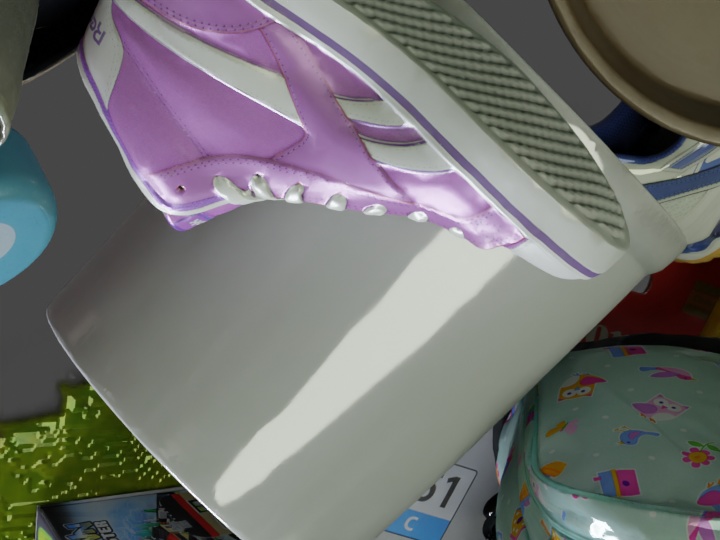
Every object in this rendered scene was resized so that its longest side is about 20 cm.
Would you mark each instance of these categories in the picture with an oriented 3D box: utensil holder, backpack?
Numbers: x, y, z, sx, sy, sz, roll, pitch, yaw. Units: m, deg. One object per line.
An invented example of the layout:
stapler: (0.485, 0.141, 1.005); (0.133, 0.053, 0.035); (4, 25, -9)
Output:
utensil holder: (0.000, 0.000, 1.002); (0.200, 0.170, 0.170); (-45, 125, 1)
backpack: (0.119, 0.104, 1.017); (0.165, 0.200, 0.128); (-3, 113, 8)

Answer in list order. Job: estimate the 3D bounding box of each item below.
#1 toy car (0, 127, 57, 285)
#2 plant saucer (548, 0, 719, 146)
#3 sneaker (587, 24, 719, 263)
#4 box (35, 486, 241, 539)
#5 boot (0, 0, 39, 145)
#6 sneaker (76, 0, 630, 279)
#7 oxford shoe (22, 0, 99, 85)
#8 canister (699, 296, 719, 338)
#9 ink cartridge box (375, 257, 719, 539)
toy car: (-0.203, -0.025, 0.917); (0.176, 0.185, 0.200); (-22, 151, -13)
plant saucer: (0.165, -0.150, 1.049); (0.198, 0.029, 0.202); (0, 93, -6)
sneaker: (0.170, -0.097, 1.093); (0.088, 0.075, 0.201); (30, 97, -36)
box: (-0.051, 0.151, 1.030); (0.109, 0.200, 0.035); (-5, 117, -24)
boot: (-0.163, -0.155, 0.822); (0.181, 0.073, 0.201); (29, 58, -16)
sneaker: (-0.008, -0.042, 0.896); (0.200, 0.073, 0.114); (38, 114, -4)
oxford shoe: (-0.066, -0.137, 0.914); (0.071, 0.073, 0.200); (31, 123, -33)
canister: (0.265, 0.037, 1.141); (0.199, 0.087, 0.149); (30, 84, -2)
ink cartridge box: (0.090, 0.058, 1.150); (0.199, 0.045, 0.177); (19, 106, -32)
